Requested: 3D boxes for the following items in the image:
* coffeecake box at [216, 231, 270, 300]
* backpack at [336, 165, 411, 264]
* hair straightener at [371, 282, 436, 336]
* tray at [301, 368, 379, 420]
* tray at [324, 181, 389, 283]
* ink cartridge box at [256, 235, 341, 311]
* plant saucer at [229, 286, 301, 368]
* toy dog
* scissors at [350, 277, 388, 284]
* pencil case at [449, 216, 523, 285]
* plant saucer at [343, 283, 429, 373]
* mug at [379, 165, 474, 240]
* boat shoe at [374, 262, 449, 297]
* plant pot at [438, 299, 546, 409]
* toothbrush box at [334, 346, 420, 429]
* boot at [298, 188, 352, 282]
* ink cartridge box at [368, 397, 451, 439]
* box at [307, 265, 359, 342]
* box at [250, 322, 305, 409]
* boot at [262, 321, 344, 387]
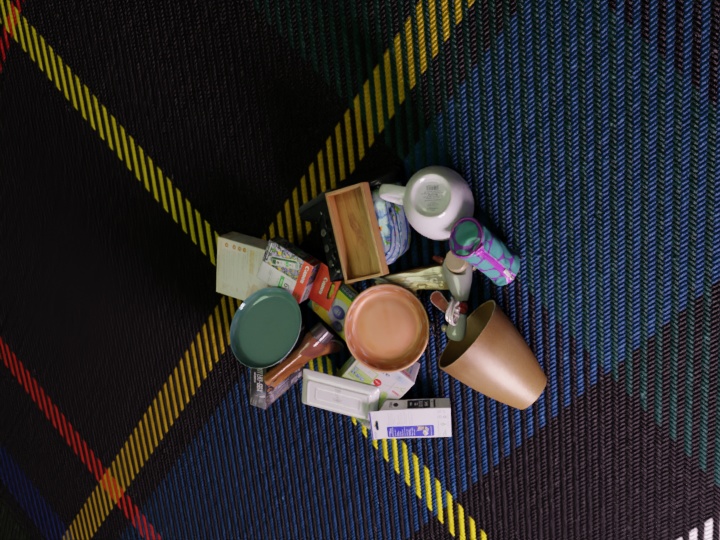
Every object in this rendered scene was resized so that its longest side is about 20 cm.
[{"bbox_3d":[-0.278,0.000,1.897,0.196,0.073,0.157,16,111,25],"label":"coffeecake box"},{"bbox_3d":[0.037,-0.113,1.650,0.160,0.154,0.203,-9,115,25],"label":"backpack"},{"bbox_3d":[0.091,0.109,1.719,0.198,0.077,0.041,32,148,12],"label":"hair straightener"},{"bbox_3d":[-0.053,0.309,1.764,0.196,0.022,0.109,12,119,12],"label":"tray"},{"bbox_3d":[-0.007,-0.082,1.590,0.097,0.037,0.205,-12,91,30],"label":"tray"},{"bbox_3d":[-0.149,0.013,1.763,0.198,0.050,0.111,31,115,15],"label":"ink cartridge box"},{"bbox_3d":[-0.224,0.139,1.742,0.196,0.027,0.204,-10,65,21],"label":"plant saucer"},{"bbox_3d":[0.192,0.040,1.569,0.095,0.132,0.204,6,67,30],"label":"toy dog"},{"bbox_3d":[0.000,0.000,1.720,0.199,0.014,0.075,-2,111,60],"label":"scissors"},{"bbox_3d":[0.260,-0.037,1.498,0.085,0.199,0.093,-47,51,13],"label":"pencil case"},{"bbox_3d":[0.060,0.131,1.661,0.195,0.037,0.205,0,95,5],"label":"plant saucer"},{"bbox_3d":[0.134,-0.148,1.514,0.196,0.175,0.151,11,91,14],"label":"mug"},{"bbox_3d":[0.124,0.031,1.671,0.197,0.073,0.071,-11,95,32],"label":"boat shoe"},{"bbox_3d":[0.301,0.203,1.577,0.199,0.187,0.187,41,123,-4],"label":"plant pot"},{"bbox_3d":[0.029,0.268,1.779,0.145,0.086,0.201,37,121,-5],"label":"toothbrush box"},{"bbox_3d":[-0.076,-0.070,1.715,0.164,0.065,0.204,-27,79,60],"label":"boot"},{"bbox_3d":[0.120,0.357,1.743,0.195,0.040,0.101,-3,126,4],"label":"ink cartridge box"},{"bbox_3d":[-0.050,0.089,1.801,0.200,0.048,0.118,43,131,14],"label":"box"},{"bbox_3d":[-0.210,0.236,1.860,0.049,0.200,0.161,13,113,21],"label":"box"},{"bbox_3d":[-0.137,0.224,1.785,0.200,0.188,0.069,-44,78,0],"label":"boot"}]
